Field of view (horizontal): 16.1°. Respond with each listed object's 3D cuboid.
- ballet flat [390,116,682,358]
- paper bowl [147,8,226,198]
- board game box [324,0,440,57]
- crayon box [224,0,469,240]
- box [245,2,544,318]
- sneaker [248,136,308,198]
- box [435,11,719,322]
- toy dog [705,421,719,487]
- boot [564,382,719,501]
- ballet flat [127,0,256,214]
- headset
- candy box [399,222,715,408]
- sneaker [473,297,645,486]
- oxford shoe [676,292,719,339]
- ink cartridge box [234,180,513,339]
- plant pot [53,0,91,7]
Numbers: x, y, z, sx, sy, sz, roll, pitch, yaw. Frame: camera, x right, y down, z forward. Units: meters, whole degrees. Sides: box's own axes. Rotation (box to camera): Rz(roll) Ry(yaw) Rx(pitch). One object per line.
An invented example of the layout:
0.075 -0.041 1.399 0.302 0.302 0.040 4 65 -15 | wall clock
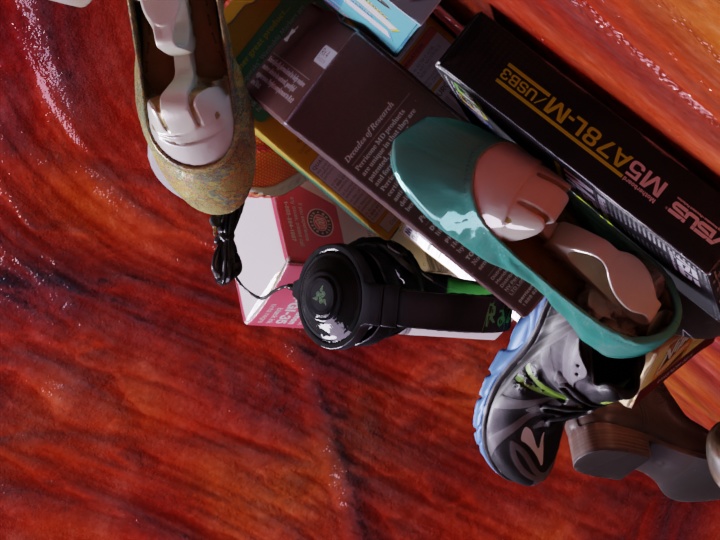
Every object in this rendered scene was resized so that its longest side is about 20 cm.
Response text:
0.107 -0.023 1.408 0.200 0.068 0.070 39 155 -22 | ballet flat
-0.057 -0.126 1.868 0.199 0.105 0.201 -1 155 -1 | paper bowl
-0.019 -0.186 1.359 0.151 0.047 0.200 39 178 -3 | board game box
-0.020 -0.129 1.578 0.200 0.126 0.052 40 178 -29 | crayon box
0.035 -0.065 1.507 0.200 0.075 0.100 40 -179 -22 | box
-0.022 -0.118 1.693 0.073 0.200 0.078 17 127 28 | sneaker
0.140 -0.055 1.458 0.193 0.048 0.200 41 180 12 | box
0.295 0.130 1.643 0.194 0.139 0.200 52 176 -10 | toy dog
0.205 0.054 1.784 0.186 0.064 0.201 17 -127 -38 | boot
-0.104 -0.123 1.475 0.071 0.070 0.201 -145 46 -67 | ballet flat
0.000 0.000 1.612 0.199 0.095 0.123 6 -175 16 | headset
0.139 -0.007 1.689 0.200 0.055 0.115 37 -141 19 | candy box
0.131 0.068 1.601 0.083 0.200 0.071 42 -138 23 | sneaker
0.166 -0.030 1.631 0.200 0.072 0.071 37 -153 17 | oxford shoe
0.012 -0.035 1.766 0.199 0.083 0.147 5 -127 -26 | ink cartridge box
-0.211 -0.251 1.518 0.173 0.201 0.200 29 -179 -13 | plant pot
